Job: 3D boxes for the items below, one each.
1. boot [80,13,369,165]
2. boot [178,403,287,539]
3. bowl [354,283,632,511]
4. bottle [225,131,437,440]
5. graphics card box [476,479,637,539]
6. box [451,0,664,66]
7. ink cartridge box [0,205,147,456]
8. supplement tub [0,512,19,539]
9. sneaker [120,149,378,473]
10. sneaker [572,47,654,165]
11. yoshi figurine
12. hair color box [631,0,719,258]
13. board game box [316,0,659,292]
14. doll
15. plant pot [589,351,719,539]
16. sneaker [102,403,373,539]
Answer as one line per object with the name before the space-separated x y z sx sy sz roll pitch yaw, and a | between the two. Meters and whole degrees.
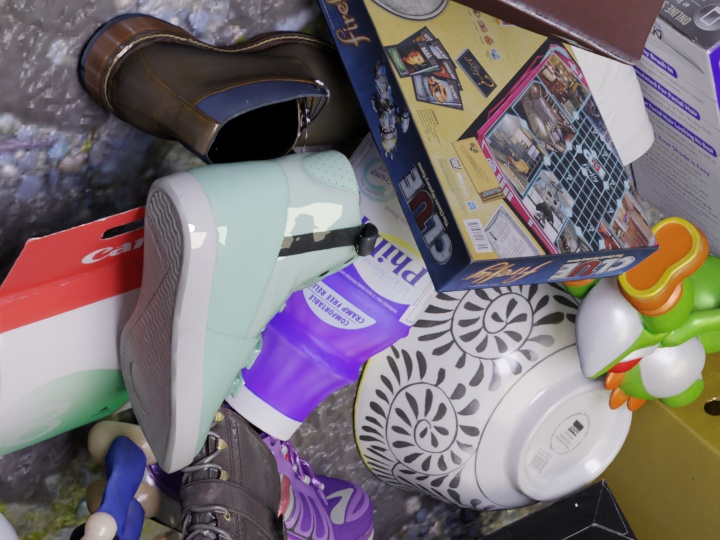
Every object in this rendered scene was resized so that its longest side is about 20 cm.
boot | -0.043 -0.076 1.469 0.200 0.097 0.075 4 117 -44
boot | -0.083 0.148 1.488 0.069 0.174 0.200 -13 155 14
bowl | 0.104 0.079 1.732 0.201 0.094 0.201 -23 134 -26
bottle | 0.000 0.000 1.536 0.200 0.084 0.065 -53 176 7
graphics card box | 0.076 0.200 1.767 0.125 0.051 0.200 -22 169 -26
box | 0.068 -0.231 1.358 0.164 0.166 0.200 19 93 -49
ink cartridge box | -0.119 0.024 1.455 0.161 0.050 0.200 -19 166 -29
supplement tub | -0.230 0.201 1.494 0.145 0.145 0.200 -35 139 -14
sneaker | -0.052 0.022 1.417 0.118 0.074 0.201 -14 142 -25
sneaker | 0.068 -0.084 1.594 0.200 0.074 0.116 -30 126 -19
yoshi figurine | 0.176 0.009 1.640 0.112 0.112 0.200 -17 153 8
hair color box | 0.203 -0.099 1.661 0.065 0.109 0.200 -36 140 -14
board game box | 0.063 -0.087 1.483 0.135 0.200 0.035 -4 154 -39
doll | -0.138 0.171 1.471 0.048 0.200 0.137 7 125 3
plant pot | 0.261 0.131 1.834 0.200 0.200 0.177 -27 135 -23
sneaker | -0.055 0.119 1.640 0.200 0.081 0.083 21 100 -48
